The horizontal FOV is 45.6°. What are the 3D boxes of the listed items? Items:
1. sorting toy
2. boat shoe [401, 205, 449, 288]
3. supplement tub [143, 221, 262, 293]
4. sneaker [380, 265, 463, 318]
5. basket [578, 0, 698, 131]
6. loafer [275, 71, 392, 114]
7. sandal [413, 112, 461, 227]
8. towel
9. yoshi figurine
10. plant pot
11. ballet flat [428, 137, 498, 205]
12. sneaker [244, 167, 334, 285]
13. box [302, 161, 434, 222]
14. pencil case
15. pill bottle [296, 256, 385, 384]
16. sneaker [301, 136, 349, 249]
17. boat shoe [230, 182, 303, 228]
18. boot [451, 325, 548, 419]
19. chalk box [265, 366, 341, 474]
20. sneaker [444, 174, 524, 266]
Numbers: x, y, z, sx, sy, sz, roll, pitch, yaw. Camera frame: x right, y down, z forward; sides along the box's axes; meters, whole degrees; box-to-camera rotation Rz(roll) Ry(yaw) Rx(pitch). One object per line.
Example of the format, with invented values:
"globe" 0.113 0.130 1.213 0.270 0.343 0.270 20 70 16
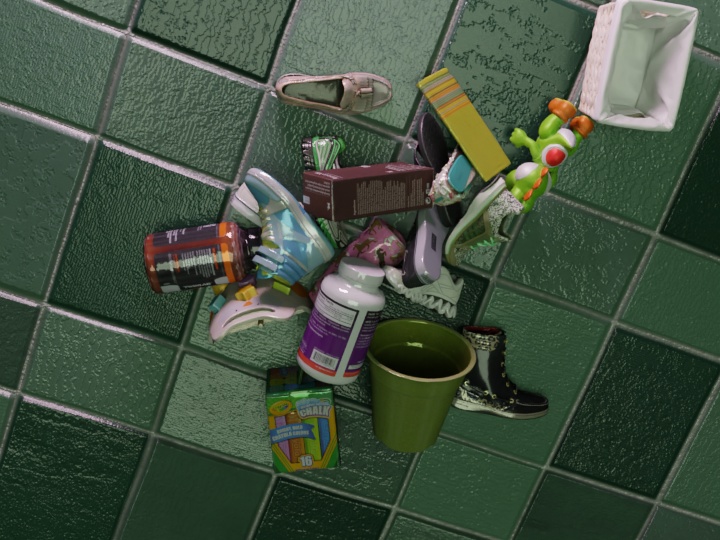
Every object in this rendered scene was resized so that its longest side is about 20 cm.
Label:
"sorting toy" -0.183 0.070 1.468 0.199 0.180 0.107 -17 107 0
"boat shoe" 0.106 -0.052 1.462 0.057 0.200 0.069 -26 125 34
"supplement tub" -0.264 -0.025 1.473 0.199 0.107 0.107 -9 106 -1
"sneaker" 0.108 0.019 1.506 0.200 0.075 0.081 23 95 -44
"basket" 0.455 -0.342 1.425 0.135 0.123 0.201 6 106 -6
"loafer" -0.043 -0.296 1.434 0.199 0.063 0.072 1 105 -4
"sandal" 0.123 -0.170 1.477 0.048 0.075 0.201 -9 99 34
"towel" 0.172 -0.244 1.437 0.200 0.086 0.018 55 139 -1
"yoshi figurine" 0.309 -0.192 1.485 0.112 0.112 0.200 33 89 25
"plant pot" 0.093 0.217 1.542 0.199 0.200 0.190 4 119 -5
"ballet flat" 0.169 -0.172 1.446 0.076 0.200 0.064 49 135 -4
"sneaker" -0.149 -0.061 1.410 0.131 0.080 0.200 -43 99 -11
"box" 0.014 -0.133 1.419 0.200 0.100 0.075 -12 109 -31
"pencil case" 0.000 0.000 1.513 0.200 0.086 0.083 -48 61 9
"pill bottle" -0.028 0.083 1.436 0.112 0.112 0.200 18 106 -9
"sneaker" -0.045 -0.133 1.473 0.085 0.078 0.201 -10 106 -2
"boat shoe" -0.125 -0.090 1.487 0.200 0.071 0.070 35 103 -6
"boot" 0.265 0.190 1.591 0.203 0.073 0.154 8 102 -8
"chalk box" -0.107 0.246 1.553 0.124 0.125 0.201 -6 105 -3
"sneaker" 0.213 -0.065 1.472 0.089 0.077 0.200 41 135 13
